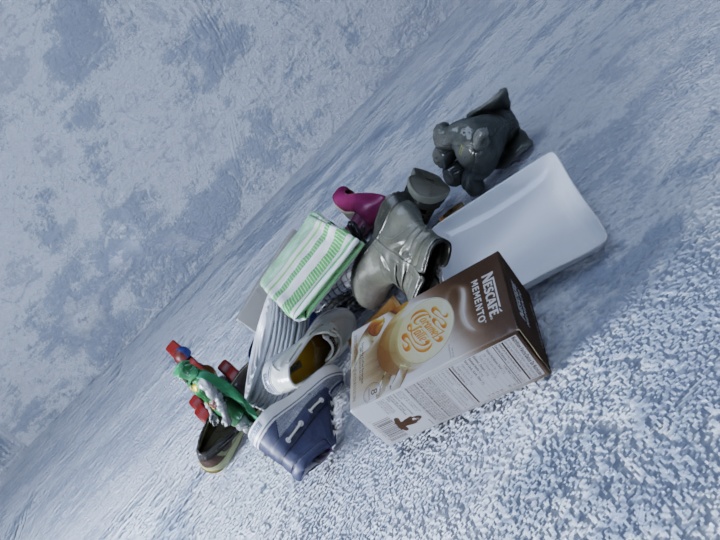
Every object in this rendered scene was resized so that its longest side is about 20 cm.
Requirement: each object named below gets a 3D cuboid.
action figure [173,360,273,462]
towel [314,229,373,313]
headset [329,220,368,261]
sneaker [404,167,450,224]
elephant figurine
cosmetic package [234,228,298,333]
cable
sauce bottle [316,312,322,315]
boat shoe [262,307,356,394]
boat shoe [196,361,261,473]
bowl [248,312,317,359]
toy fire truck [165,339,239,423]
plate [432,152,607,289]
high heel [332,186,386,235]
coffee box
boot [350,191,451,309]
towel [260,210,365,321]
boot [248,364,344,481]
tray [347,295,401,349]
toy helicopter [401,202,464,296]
[{"bbox_3d":[-0.195,0.202,0.880,0.055,0.200,0.117,-52,19,-26],"label":"action figure"},{"bbox_3d":[0.000,0.000,1.071,0.164,0.086,0.202,-34,20,27],"label":"towel"},{"bbox_3d":[-0.063,-0.037,0.994,0.195,0.095,0.125,-1,42,41],"label":"headset"},{"bbox_3d":[0.103,-0.102,1.020,0.201,0.072,0.110,-66,-8,-72],"label":"sneaker"},{"bbox_3d":[0.223,-0.236,1.021,0.198,0.144,0.154,-35,43,-21],"label":"elephant figurine"},{"bbox_3d":[-0.154,0.031,1.148,0.204,0.089,0.107,-61,10,-8],"label":"cosmetic package"},{"bbox_3d":[-0.140,0.128,0.987,0.200,0.067,0.206,-126,51,-71],"label":"cable"},{"bbox_3d":[-0.065,0.023,1.193,0.066,0.066,0.202,-38,21,16],"label":"sauce bottle"},{"bbox_3d":[-0.057,0.113,0.886,0.069,0.073,0.198,-15,12,42],"label":"boat shoe"},{"bbox_3d":[-0.216,0.241,1.028,0.066,0.071,0.204,88,-161,-54],"label":"boat shoe"},{"bbox_3d":[-0.154,0.117,1.227,0.199,0.039,0.202,-40,19,17],"label":"bowl"},{"bbox_3d":[-0.302,0.208,1.156,0.113,0.168,0.199,-49,18,-15],"label":"toy fire truck"},{"bbox_3d":[0.187,-0.038,0.748,0.196,0.032,0.203,-33,33,20],"label":"plate"},{"bbox_3d":[0.005,-0.129,1.101,0.096,0.067,0.202,-47,31,17],"label":"high heel"},{"bbox_3d":[0.087,0.085,0.637,0.197,0.080,0.116,-31,34,23],"label":"coffee box"},{"bbox_3d":[0.050,0.008,0.817,0.132,0.066,0.204,60,143,41],"label":"boot"},{"bbox_3d":[-0.080,-0.011,0.903,0.154,0.023,0.199,-52,29,-3],"label":"towel"},{"bbox_3d":[-0.059,0.203,0.807,0.199,0.089,0.074,-28,-30,-56],"label":"boot"},{"bbox_3d":[0.042,0.110,0.813,0.098,0.037,0.200,-44,19,4],"label":"tray"},{"bbox_3d":[0.122,-0.058,0.940,0.131,0.079,0.200,-35,7,46],"label":"toy helicopter"}]
